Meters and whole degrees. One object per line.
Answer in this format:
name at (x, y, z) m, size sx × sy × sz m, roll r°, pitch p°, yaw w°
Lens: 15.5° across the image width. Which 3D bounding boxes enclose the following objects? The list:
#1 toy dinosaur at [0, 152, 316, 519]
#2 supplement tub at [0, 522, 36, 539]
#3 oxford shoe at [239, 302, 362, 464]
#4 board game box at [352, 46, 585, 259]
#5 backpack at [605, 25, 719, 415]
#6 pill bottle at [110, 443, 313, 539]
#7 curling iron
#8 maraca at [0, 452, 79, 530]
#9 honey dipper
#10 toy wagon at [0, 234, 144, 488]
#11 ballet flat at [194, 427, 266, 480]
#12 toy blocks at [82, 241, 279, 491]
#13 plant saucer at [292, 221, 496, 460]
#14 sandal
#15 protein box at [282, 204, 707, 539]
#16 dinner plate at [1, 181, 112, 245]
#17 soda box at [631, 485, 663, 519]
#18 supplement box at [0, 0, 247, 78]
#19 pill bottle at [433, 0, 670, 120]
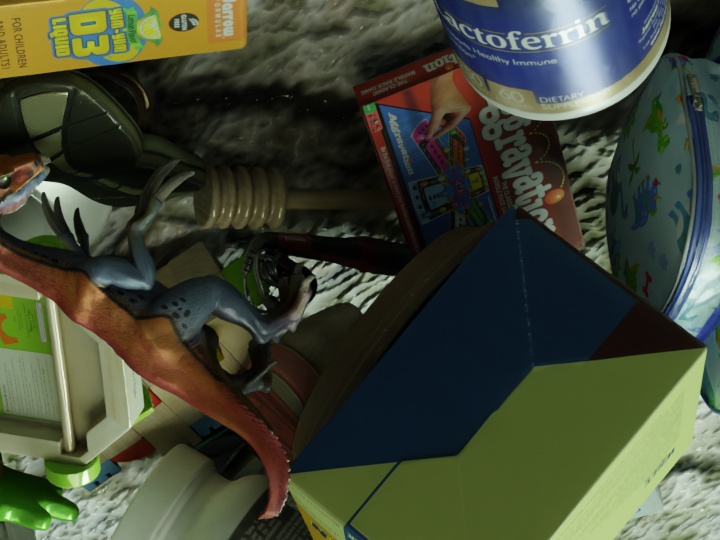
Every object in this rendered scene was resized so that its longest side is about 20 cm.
toy dinosaur at (-0.118, 0.011, 1.371) m, size 0.181 × 0.200 × 0.105 m, roll 11°, pitch 136°, yaw -25°
supplement tub at (-0.323, 0.231, 1.785) m, size 0.200 × 0.146 × 0.145 m, roll -1°, pitch 148°, yaw -16°
oxford shoe at (-0.029, 0.078, 1.591) m, size 0.075 × 0.070 × 0.200 m, roll -44°, pitch 174°, yaw -20°
board game box at (0.066, -0.058, 1.520) m, size 0.103 × 0.019 × 0.200 m, roll -23°, pitch 143°, yaw -2°
backpack at (0.223, -0.022, 1.488) m, size 0.147 × 0.200 × 0.183 m, roll -2°, pitch 149°, yaw -15°
pill bottle at (-0.050, 0.196, 1.615) m, size 0.200 × 0.116 × 0.116 m, roll 31°, pitch 147°, yaw 9°
curling iron at (0.000, 0.000, 1.587) m, size 0.026 × 0.050 × 0.200 m, roll 14°, pitch -169°, yaw 40°
maraca at (-0.269, 0.116, 1.609) m, size 0.200 × 0.107 × 0.137 m, roll 20°, pitch -169°, yaw 14°
honey dipper at (0.002, -0.042, 1.546) m, size 0.200 × 0.038 × 0.038 m, roll 0°, pitch 148°, yaw -22°
toy wagon at (-0.223, 0.043, 1.508) m, size 0.200 × 0.040 × 0.155 m, roll 8°, pitch 124°, yaw 17°
ballet flat at (-0.053, 0.115, 1.754) m, size 0.073 × 0.073 × 0.200 m, roll 11°, pitch 142°, yaw -33°
toy blocks at (-0.127, 0.067, 1.622) m, size 0.200 × 0.100 × 0.137 m, roll -33°, pitch 153°, yaw 1°
plant saucer at (0.025, 0.050, 1.516) m, size 0.200 × 0.029 × 0.200 m, roll -48°, pitch 165°, yaw -18°
sandal at (-0.144, -0.079, 1.423) m, size 0.080 × 0.057 × 0.201 m, roll -6°, pitch 168°, yaw 14°
protein box at (0.078, 0.104, 1.477) m, size 0.199 × 0.135 × 0.200 m, roll -49°, pitch 165°, yaw -11°
dinner plate at (-0.240, -0.025, 1.508) m, size 0.200 × 0.024 × 0.200 m, roll -9°, pitch 149°, yaw -5°
soda box at (0.109, 0.158, 1.882) m, size 0.200 × 0.063 × 0.068 m, roll -16°, pitch 149°, yaw 8°
supplement box at (-0.156, -0.140, 1.301) m, size 0.200 × 0.069 × 0.067 m, roll -10°, pitch 152°, yaw -6°
pill bottle at (0.082, -0.170, 1.281) m, size 0.116 × 0.116 × 0.200 m, roll -15°, pitch 148°, yaw 8°
